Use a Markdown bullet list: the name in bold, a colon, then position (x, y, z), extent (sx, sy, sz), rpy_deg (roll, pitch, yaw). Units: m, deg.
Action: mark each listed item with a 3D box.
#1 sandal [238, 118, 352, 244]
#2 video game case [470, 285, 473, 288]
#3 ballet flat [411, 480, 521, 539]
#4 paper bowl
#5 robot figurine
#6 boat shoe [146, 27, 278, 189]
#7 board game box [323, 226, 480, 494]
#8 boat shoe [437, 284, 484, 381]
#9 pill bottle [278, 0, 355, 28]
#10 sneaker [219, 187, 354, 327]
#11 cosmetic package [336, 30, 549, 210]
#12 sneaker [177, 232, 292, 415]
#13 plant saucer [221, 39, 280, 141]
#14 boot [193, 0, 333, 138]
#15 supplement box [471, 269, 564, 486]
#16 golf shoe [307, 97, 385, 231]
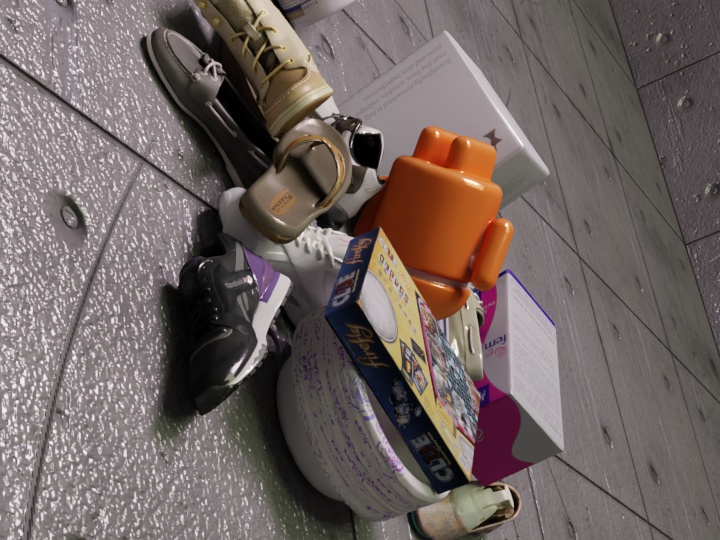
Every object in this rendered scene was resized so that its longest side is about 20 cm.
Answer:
- **sandal**: position (-0.049, -0.091, 1.249), extent (0.080, 0.054, 0.200), rpy_deg (36, 32, -2)
- **video game case**: position (0.068, 0.022, 1.572), extent (0.200, 0.023, 0.182), rpy_deg (46, 28, -18)
- **ballet flat**: position (0.119, 0.246, 1.455), extent (0.200, 0.067, 0.068), rpy_deg (11, 60, -64)
- **paper bowl**: position (-0.001, 0.128, 1.246), extent (0.201, 0.104, 0.201), rpy_deg (49, 28, -37)
- **robot figurine**: position (0.070, -0.036, 1.348), extent (0.117, 0.143, 0.201), rpy_deg (-104, -148, -83)
- **boat shoe**: position (-0.125, -0.153, 1.298), extent (0.200, 0.057, 0.067), rpy_deg (57, 24, -24)
- **board game box**: position (0.042, 0.078, 1.211), extent (0.201, 0.034, 0.136), rpy_deg (59, 23, -21)
- **boat shoe**: position (0.098, 0.049, 1.431), extent (0.201, 0.062, 0.072), rpy_deg (-85, 178, -47)
- **pill bottle**: position (-0.074, -0.392, 1.571), extent (0.201, 0.119, 0.120), rpy_deg (60, 23, -17)
- **sneaker**: position (-0.053, -0.020, 1.278), extent (0.200, 0.099, 0.078), rpy_deg (46, 30, -42)
- **cosmetic package**: position (0.096, -0.145, 1.585), extent (0.165, 0.164, 0.200), rpy_deg (58, 10, 13)
- **sneaker**: position (-0.123, 0.039, 1.124), extent (0.088, 0.076, 0.200), rpy_deg (44, 24, -14)
- **plant saucer**: position (-0.087, -0.187, 1.458), extent (0.200, 0.029, 0.201), rpy_deg (48, 29, -38)
- **boot**: position (-0.095, -0.214, 1.300), extent (0.156, 0.073, 0.200), rpy_deg (54, 9, -14)
- **supplement box**: position (0.144, 0.112, 1.453), extent (0.103, 0.101, 0.201), rpy_deg (47, 28, -29)
- **golf shoe**: position (-0.016, -0.126, 1.397), extent (0.078, 0.094, 0.201), rpy_deg (43, 27, -41)
